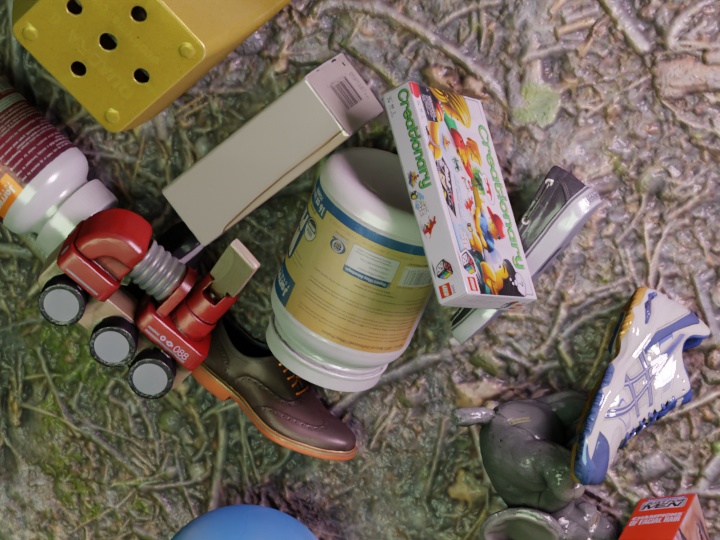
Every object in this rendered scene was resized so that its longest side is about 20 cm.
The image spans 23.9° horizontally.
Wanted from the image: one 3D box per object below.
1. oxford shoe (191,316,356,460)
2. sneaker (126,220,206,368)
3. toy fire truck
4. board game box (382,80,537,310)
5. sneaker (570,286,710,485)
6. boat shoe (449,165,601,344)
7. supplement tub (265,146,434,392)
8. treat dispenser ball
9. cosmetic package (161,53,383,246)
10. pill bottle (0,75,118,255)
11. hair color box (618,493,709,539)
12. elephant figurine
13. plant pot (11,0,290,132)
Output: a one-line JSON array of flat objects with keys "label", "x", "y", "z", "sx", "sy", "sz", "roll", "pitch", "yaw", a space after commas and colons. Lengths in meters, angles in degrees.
[{"label": "oxford shoe", "x": -0.082, "y": 0.123, "z": 1.744, "sx": 0.200, "sy": 0.071, "sz": 0.073, "roll": 32, "pitch": 113, "yaw": 9}, {"label": "sneaker", "x": -0.199, "y": 0.031, "z": 1.771, "sx": 0.083, "sy": 0.072, "sz": 0.200, "roll": 30, "pitch": 121, "yaw": -18}, {"label": "toy fire truck", "x": -0.192, "y": 0.007, "z": 1.645, "sx": 0.176, "sy": 0.129, "sz": 0.200, "roll": 42, "pitch": 109, "yaw": -16}, {"label": "board game box", "x": 0.090, "y": -0.065, "z": 1.532, "sx": 0.035, "sy": 0.126, "sz": 0.201, "roll": -23, "pitch": 75, "yaw": 31}, {"label": "sneaker", "x": 0.257, "y": 0.112, "z": 1.547, "sx": 0.088, "sy": 0.201, "sz": 0.075, "roll": 25, "pitch": 161, "yaw": 2}, {"label": "boat shoe", "x": 0.141, "y": -0.017, "z": 1.605, "sx": 0.066, "sy": 0.070, "sz": 0.200, "roll": 45, "pitch": 118, "yaw": 10}, {"label": "supplement tub", "x": 0.000, "y": 0.000, "z": 1.622, "sx": 0.144, "sy": 0.145, "sz": 0.201, "roll": 29, "pitch": 117, "yaw": 10}, {"label": "treat dispenser ball", "x": -0.121, "y": 0.344, "z": 1.765, "sx": 0.200, "sy": 0.201, "sz": 0.202, "roll": 7, "pitch": 111, "yaw": 19}, {"label": "cosmetic package", "x": -0.085, "y": -0.116, "z": 1.638, "sx": 0.200, "sy": 0.104, "sz": 0.073, "roll": -36, "pitch": 94, "yaw": 29}, {"label": "pill bottle", "x": -0.350, "y": -0.108, "z": 1.744, "sx": 0.200, "sy": 0.110, "sz": 0.110, "roll": 43, "pitch": 118, "yaw": 2}, {"label": "hair color box", "x": 0.278, "y": 0.302, "z": 1.588, "sx": 0.064, "sy": 0.200, "sz": 0.111, "roll": -11, "pitch": 104, "yaw": 26}, {"label": "elephant figurine", "x": 0.178, "y": 0.224, "z": 1.651, "sx": 0.155, "sy": 0.141, "sz": 0.201, "roll": 41, "pitch": 140, "yaw": 36}, {"label": "plant pot", "x": -0.205, "y": -0.246, "z": 1.573, "sx": 0.200, "sy": 0.177, "sz": 0.200, "roll": -36, "pitch": 107, "yaw": 28}]
